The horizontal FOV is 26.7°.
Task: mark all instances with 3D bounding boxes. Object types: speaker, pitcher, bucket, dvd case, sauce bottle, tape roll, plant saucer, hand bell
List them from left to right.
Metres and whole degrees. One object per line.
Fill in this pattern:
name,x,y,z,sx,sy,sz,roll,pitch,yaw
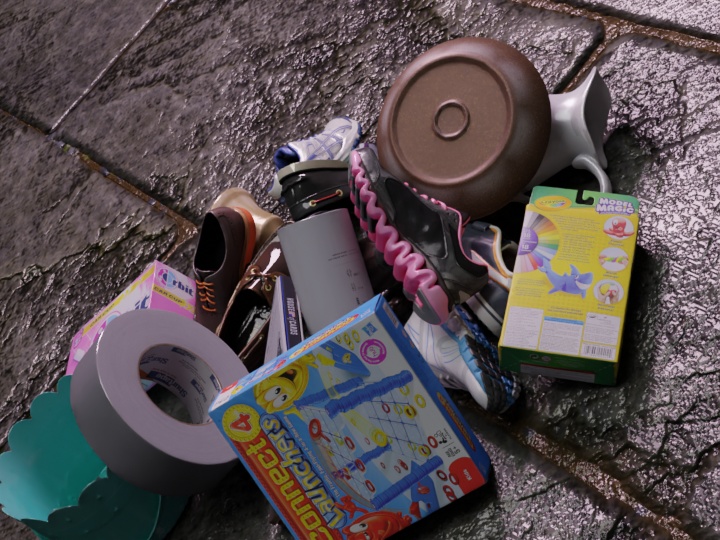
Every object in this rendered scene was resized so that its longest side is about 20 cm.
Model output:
bucket,-0.293,0.225,1.703,0.206,0.135,0.208,-25,41,24
tape roll,-0.206,0.139,1.617,0.066,0.199,0.201,-49,30,34
dvd case,-0.083,0.116,1.593,0.200,0.025,0.151,-100,19,-63
hand bell,-0.078,-0.034,1.813,0.199,0.104,0.105,11,62,33
speaker,-0.021,0.039,1.580,0.081,0.201,0.081,-18,-2,-1
sauce bottle,0.000,0.000,1.654,0.200,0.066,0.066,-32,32,55
plant saucer,0.100,-0.153,1.589,0.199,0.037,0.202,-6,76,25
pitcher,0.171,-0.118,1.632,0.199,0.121,0.173,-11,62,21

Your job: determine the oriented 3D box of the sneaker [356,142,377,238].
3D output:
sneaker,0.041,-0.084,1.765,0.087,0.075,0.201,-5,36,-3

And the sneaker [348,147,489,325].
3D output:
sneaker,0.060,-0.046,1.534,0.095,0.079,0.201,-29,77,-10

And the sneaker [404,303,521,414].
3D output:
sneaker,0.094,0.096,1.536,0.087,0.075,0.200,-48,31,11

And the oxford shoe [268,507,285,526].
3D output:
oxford shoe,-0.020,0.201,1.537,0.200,0.071,0.071,-46,15,24

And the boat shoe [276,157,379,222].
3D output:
boat shoe,0.004,-0.089,1.665,0.074,0.200,0.064,-34,69,55

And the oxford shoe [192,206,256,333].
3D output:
oxford shoe,-0.173,0.024,1.776,0.071,0.072,0.202,5,91,28

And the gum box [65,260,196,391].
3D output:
gum box,-0.284,0.094,1.840,0.200,0.066,0.114,-39,34,34

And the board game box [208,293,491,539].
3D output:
board game box,-0.009,0.159,1.453,0.195,0.201,0.056,-32,10,16

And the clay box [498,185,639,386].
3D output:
clay box,0.207,0.010,1.484,0.114,0.048,0.201,8,54,12

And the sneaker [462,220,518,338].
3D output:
sneaker,0.122,-0.016,1.599,0.079,0.078,0.200,-44,48,7

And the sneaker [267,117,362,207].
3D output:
sneaker,-0.056,-0.139,1.836,0.076,0.088,0.200,-59,9,33

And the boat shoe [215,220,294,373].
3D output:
boat shoe,-0.110,0.033,1.736,0.070,0.070,0.201,19,82,25
